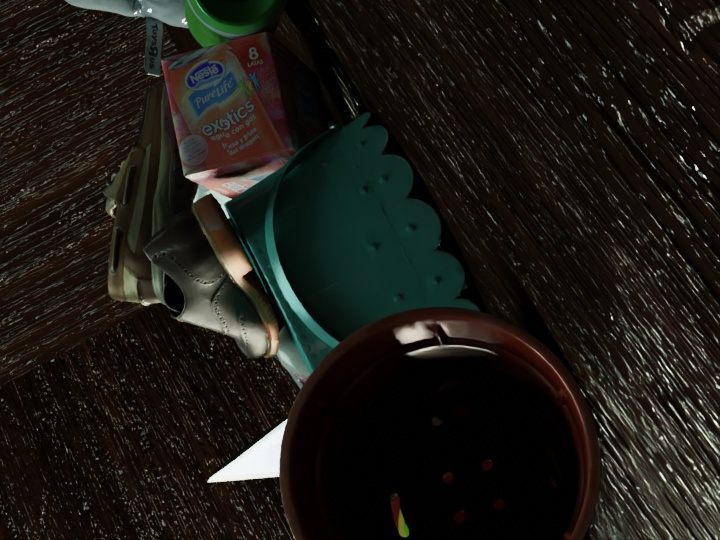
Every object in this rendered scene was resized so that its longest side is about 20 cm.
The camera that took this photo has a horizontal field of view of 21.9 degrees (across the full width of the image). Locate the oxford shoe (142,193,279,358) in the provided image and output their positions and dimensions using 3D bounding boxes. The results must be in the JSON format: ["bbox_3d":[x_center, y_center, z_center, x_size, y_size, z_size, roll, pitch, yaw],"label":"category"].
[{"bbox_3d":[-0.116,0.015,1.443,0.071,0.073,0.200,59,175,36],"label":"oxford shoe"}]

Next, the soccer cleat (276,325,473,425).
[{"bbox_3d":[0.030,0.084,1.528,0.200,0.070,0.086,20,176,-11],"label":"soccer cleat"}]

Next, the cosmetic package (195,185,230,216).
[{"bbox_3d":[-0.076,-0.059,1.694,0.200,0.051,0.083,26,126,30],"label":"cosmetic package"}]

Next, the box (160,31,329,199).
[{"bbox_3d":[-0.088,-0.124,1.550,0.200,0.095,0.103,26,-129,-79],"label":"box"}]

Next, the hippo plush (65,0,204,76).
[{"bbox_3d":[-0.194,-0.291,1.676,0.161,0.159,0.200,141,120,-74],"label":"hippo plush"}]

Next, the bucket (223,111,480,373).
[{"bbox_3d":[-0.007,-0.004,1.437,0.207,0.135,0.207,61,175,8],"label":"bucket"}]

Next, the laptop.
[{"bbox_3d":[0.003,0.166,1.604,0.200,0.103,0.177,19,-175,24],"label":"laptop"}]

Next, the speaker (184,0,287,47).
[{"bbox_3d":[-0.104,-0.226,1.536,0.088,0.088,0.200,62,176,-3],"label":"speaker"}]

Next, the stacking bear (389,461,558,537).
[{"bbox_3d":[0.076,0.216,1.552,0.121,0.114,0.200,49,154,-6],"label":"stacking bear"}]

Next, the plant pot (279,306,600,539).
[{"bbox_3d":[0.065,0.141,1.240,0.201,0.201,0.195,61,-177,16],"label":"plant pot"}]

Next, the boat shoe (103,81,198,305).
[{"bbox_3d":[-0.174,-0.064,1.499,0.076,0.072,0.200,64,-157,-58],"label":"boat shoe"}]

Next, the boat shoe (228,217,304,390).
[{"bbox_3d":[-0.074,0.028,1.576,0.072,0.072,0.200,27,148,54],"label":"boat shoe"}]
